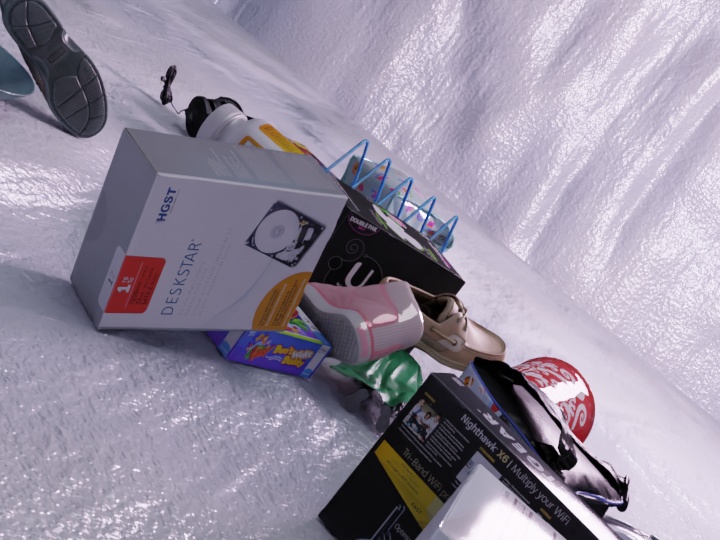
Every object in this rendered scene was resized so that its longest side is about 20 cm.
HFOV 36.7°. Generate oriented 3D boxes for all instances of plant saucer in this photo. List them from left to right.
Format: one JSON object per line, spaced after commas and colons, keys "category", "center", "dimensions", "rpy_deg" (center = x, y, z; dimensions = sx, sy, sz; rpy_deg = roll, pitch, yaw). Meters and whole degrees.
{"category": "plant saucer", "center": [-0.451, -0.238, 1.179], "dimensions": [0.200, 0.039, 0.201], "rpy_deg": [37, 12, -9]}

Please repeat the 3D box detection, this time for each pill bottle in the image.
{"category": "pill bottle", "center": [-0.140, -0.147, 1.562], "dimensions": [0.200, 0.111, 0.111], "rpy_deg": [41, 13, 13]}

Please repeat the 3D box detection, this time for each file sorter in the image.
{"category": "file sorter", "center": [0.032, -0.078, 1.642], "dimensions": [0.200, 0.122, 0.139], "rpy_deg": [42, -32, 14]}

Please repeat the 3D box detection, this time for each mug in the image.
{"category": "mug", "center": [0.218, 0.184, 1.339], "dimensions": [0.176, 0.135, 0.199], "rpy_deg": [20, 7, 28]}

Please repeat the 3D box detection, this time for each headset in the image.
{"category": "headset", "center": [-0.230, -0.254, 1.708], "dimensions": [0.198, 0.095, 0.123], "rpy_deg": [20, 14, 19]}

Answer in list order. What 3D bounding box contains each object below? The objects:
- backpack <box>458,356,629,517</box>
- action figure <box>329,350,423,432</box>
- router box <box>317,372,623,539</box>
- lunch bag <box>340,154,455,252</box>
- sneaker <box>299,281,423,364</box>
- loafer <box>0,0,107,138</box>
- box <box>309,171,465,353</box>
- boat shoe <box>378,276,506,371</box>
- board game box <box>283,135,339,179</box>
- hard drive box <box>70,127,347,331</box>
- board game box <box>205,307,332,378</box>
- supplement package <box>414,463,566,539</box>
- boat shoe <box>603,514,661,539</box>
{"category": "backpack", "center": [0.158, 0.190, 1.123], "dimensions": [0.200, 0.154, 0.191], "rpy_deg": [34, 21, -51]}
{"category": "action figure", "center": [0.030, 0.122, 1.227], "dimensions": [0.118, 0.055, 0.200], "rpy_deg": [37, 16, 3]}
{"category": "router box", "center": [0.084, 0.204, 0.849], "dimensions": [0.200, 0.158, 0.052], "rpy_deg": [44, 15, 24]}
{"category": "lunch bag", "center": [0.068, -0.110, 2.007], "dimensions": [0.199, 0.123, 0.171], "rpy_deg": [18, 22, -42]}
{"category": "sneaker", "center": [-0.001, 0.050, 1.180], "dimensions": [0.104, 0.076, 0.200], "rpy_deg": [-16, 15, -23]}
{"category": "loafer", "center": [-0.357, -0.245, 1.263], "dimensions": [0.063, 0.072, 0.201], "rpy_deg": [42, -18, 41]}
{"category": "box", "center": [0.000, 0.000, 1.351], "dimensions": [0.199, 0.149, 0.125], "rpy_deg": [30, 15, -32]}
{"category": "boat shoe", "center": [0.099, 0.065, 1.295], "dimensions": [0.198, 0.065, 0.072], "rpy_deg": [20, 34, -23]}
{"category": "board game box", "center": [-0.099, -0.151, 1.812], "dimensions": [0.200, 0.062, 0.199], "rpy_deg": [46, 14, 27]}
{"category": "hard drive box", "center": [-0.133, -0.029, 0.959], "dimensions": [0.198, 0.157, 0.077], "rpy_deg": [3, 34, -40]}
{"category": "board game box", "center": [-0.134, 0.022, 1.137], "dimensions": [0.200, 0.045, 0.134], "rpy_deg": [47, 15, 34]}
{"category": "supplement package", "center": [0.094, 0.260, 0.687], "dimensions": [0.200, 0.152, 0.151], "rpy_deg": [40, 13, 9]}
{"category": "boat shoe", "center": [0.345, 0.351, 1.285], "dimensions": [0.199, 0.072, 0.068], "rpy_deg": [29, 15, -8]}
